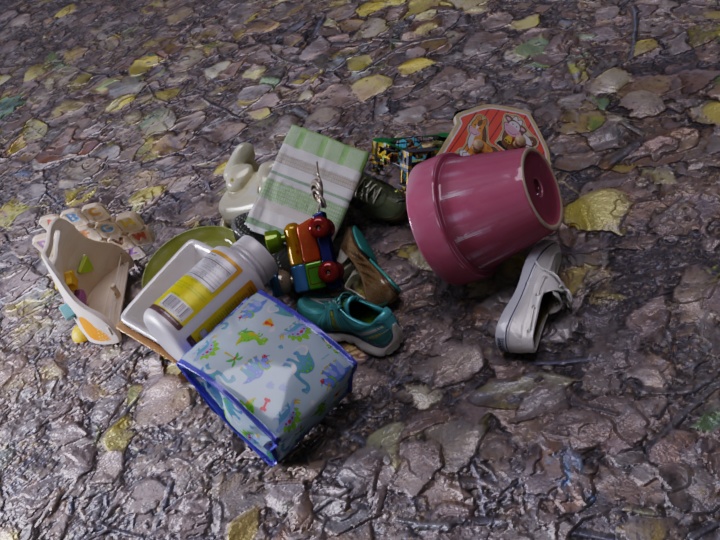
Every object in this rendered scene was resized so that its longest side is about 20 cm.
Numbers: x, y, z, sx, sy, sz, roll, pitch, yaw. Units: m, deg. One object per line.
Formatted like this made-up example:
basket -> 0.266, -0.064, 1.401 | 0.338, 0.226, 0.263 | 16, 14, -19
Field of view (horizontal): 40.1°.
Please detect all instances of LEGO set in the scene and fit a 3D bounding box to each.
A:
LEGO set -> 0.112, -0.160, 1.674 | 0.199, 0.117, 0.153 | -12, 24, -34

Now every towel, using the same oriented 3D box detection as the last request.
towel -> -0.086, -0.131, 1.641 | 0.148, 0.031, 0.201 | 22, 74, 5

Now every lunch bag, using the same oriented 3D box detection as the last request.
lunch bag -> -0.133, 0.142, 1.389 | 0.200, 0.128, 0.170 | 40, 62, 15

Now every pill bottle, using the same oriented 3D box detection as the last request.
pill bottle -> -0.219, 0.040, 1.475 | 0.200, 0.110, 0.109 | -44, 44, -21

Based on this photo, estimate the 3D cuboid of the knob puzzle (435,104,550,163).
knob puzzle -> 0.239, -0.200, 1.629 | 0.218, 0.030, 0.221 | 8, 64, -18

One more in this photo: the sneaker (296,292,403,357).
sneaker -> -0.018, 0.063, 1.508 | 0.199, 0.080, 0.078 | 14, 49, 37

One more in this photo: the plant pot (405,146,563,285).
plant pot -> 0.194, -0.095, 1.473 | 0.178, 0.200, 0.201 | -18, 34, 33

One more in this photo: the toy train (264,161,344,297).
toy train -> -0.100, -0.061, 1.557 | 0.115, 0.202, 0.085 | -13, -1, 5

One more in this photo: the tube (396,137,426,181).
tube -> 0.104, -0.165, 1.758 | 0.077, 0.051, 0.201 | 0, 38, -12

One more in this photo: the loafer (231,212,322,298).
loafer -> -0.136, -0.018, 1.650 | 0.075, 0.070, 0.200 | -35, 65, -28

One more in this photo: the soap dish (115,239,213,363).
soap dish -> -0.271, 0.057, 1.591 | 0.157, 0.081, 0.200 | 24, 63, 29

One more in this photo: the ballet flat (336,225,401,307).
ballet flat -> 0.000, 0.000, 1.602 | 0.072, 0.068, 0.200 | -40, 42, 6

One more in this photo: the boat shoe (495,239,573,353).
boat shoe -> 0.268, 0.038, 1.418 | 0.086, 0.075, 0.202 | 8, 48, 32

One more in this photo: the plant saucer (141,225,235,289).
plant saucer -> -0.279, 0.007, 1.708 | 0.198, 0.031, 0.201 | -9, 49, 10

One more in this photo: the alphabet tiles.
alphabet tiles -> -0.476, -0.055, 1.770 | 0.198, 0.196, 0.015 | -13, 60, 7

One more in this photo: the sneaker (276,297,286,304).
sneaker -> -0.174, 0.114, 1.517 | 0.099, 0.075, 0.201 | 2, 43, 24

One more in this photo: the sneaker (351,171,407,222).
sneaker -> -0.012, -0.144, 1.709 | 0.199, 0.090, 0.067 | 31, 97, 24

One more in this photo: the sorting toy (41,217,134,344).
sorting toy -> -0.482, 0.007, 1.688 | 0.106, 0.181, 0.201 | -18, 39, 10

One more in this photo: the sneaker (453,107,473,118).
sneaker -> 0.232, -0.207, 1.703 | 0.075, 0.107, 0.199 | -39, 43, -24

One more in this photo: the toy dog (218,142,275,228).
toy dog -> -0.160, -0.116, 1.746 | 0.199, 0.140, 0.194 | 26, 69, 43
